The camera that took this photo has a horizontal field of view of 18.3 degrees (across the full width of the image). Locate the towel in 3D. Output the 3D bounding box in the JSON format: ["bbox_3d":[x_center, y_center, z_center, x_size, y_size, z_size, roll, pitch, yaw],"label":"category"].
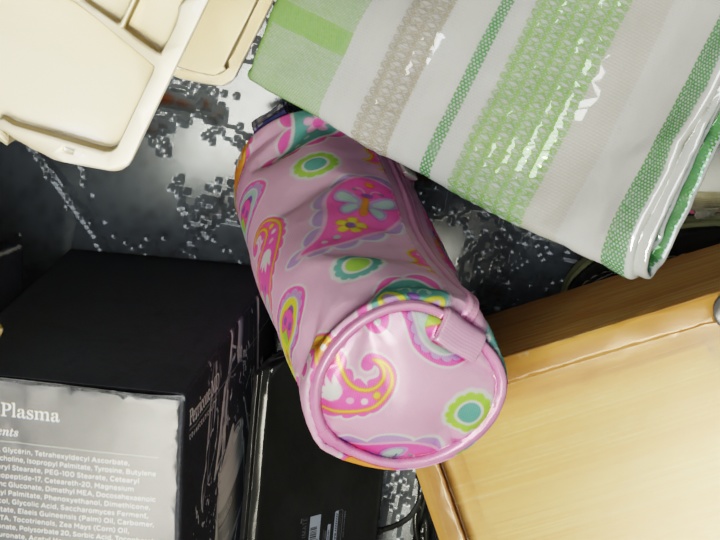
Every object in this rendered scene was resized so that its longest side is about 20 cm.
[{"bbox_3d":[0.061,-0.102,0.902,0.200,0.031,0.149,28,96,22],"label":"towel"}]

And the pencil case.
[{"bbox_3d":[0.000,0.000,0.933,0.087,0.200,0.088,-5,120,-9],"label":"pencil case"}]

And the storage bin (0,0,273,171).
[{"bbox_3d":[-0.075,-0.152,0.897,0.094,0.200,0.199,28,106,0],"label":"storage bin"}]

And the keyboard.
[{"bbox_3d":[-0.008,0.121,1.020,0.021,0.127,0.200,24,115,46],"label":"keyboard"}]

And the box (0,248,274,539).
[{"bbox_3d":[-0.106,0.104,0.970,0.104,0.200,0.182,4,106,7],"label":"box"}]

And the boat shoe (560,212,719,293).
[{"bbox_3d":[0.186,0.014,0.980,0.200,0.065,0.073,-5,105,9],"label":"boat shoe"}]

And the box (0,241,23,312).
[{"bbox_3d":[-0.263,0.077,0.997,0.200,0.117,0.197,11,107,25],"label":"box"}]

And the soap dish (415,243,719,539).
[{"bbox_3d":[0.116,0.083,0.939,0.200,0.081,0.158,-18,91,23],"label":"soap dish"}]

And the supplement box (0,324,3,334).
[{"bbox_3d":[-0.250,0.061,0.856,0.131,0.103,0.200,42,117,17],"label":"supplement box"}]

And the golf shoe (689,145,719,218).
[{"bbox_3d":[0.085,-0.096,0.959,0.200,0.073,0.092,32,105,-2],"label":"golf shoe"}]
